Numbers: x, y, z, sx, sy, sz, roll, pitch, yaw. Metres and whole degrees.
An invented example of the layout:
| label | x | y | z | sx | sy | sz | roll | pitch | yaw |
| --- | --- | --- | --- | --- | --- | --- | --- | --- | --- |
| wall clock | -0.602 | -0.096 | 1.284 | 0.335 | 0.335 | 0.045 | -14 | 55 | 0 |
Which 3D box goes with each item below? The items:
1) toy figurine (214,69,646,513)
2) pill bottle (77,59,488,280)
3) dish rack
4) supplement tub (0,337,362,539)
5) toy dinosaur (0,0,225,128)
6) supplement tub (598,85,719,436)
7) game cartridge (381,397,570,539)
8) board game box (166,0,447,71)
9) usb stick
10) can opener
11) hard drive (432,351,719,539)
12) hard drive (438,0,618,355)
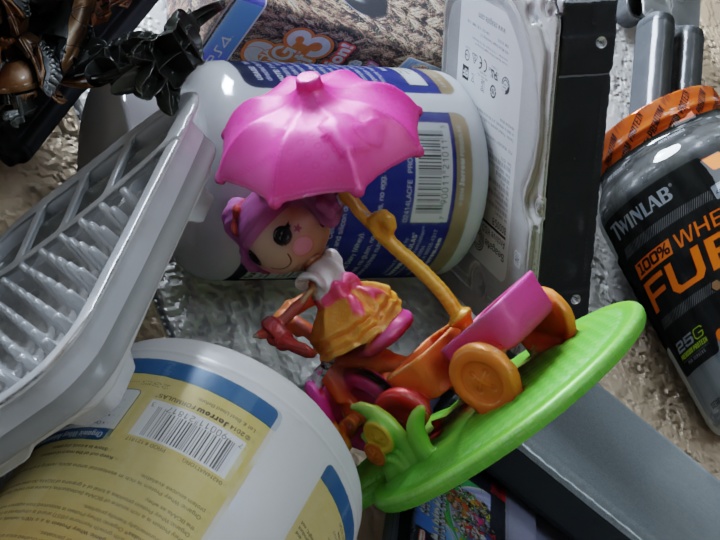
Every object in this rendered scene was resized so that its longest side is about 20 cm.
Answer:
| label | x | y | z | sx | sy | sz | roll | pitch | yaw |
| --- | --- | --- | --- | --- | --- | --- | --- | --- | --- |
| toy figurine | 0.000 | 0.000 | 0.717 | 0.185 | 0.200 | 0.150 | 53 | 45 | -3 |
| pill bottle | -0.042 | -0.053 | 0.829 | 0.199 | 0.116 | 0.116 | 0 | 60 | -26 |
| dish rack | -0.135 | 0.022 | 0.676 | 0.044 | 0.171 | 0.201 | 45 | 33 | -21 |
| supplement tub | -0.098 | 0.141 | 0.644 | 0.144 | 0.145 | 0.200 | 39 | 46 | -6 |
| toy dinosaur | -0.143 | -0.123 | 0.718 | 0.102 | 0.135 | 0.201 | 52 | 46 | -32 |
| supplement tub | 0.230 | -0.008 | 0.985 | 0.122 | 0.123 | 0.201 | -12 | 67 | -39 |
| game cartridge | 0.070 | 0.145 | 0.782 | 0.129 | 0.038 | 0.200 | 38 | 22 | -12 |
| board game box | -0.011 | -0.170 | 0.947 | 0.199 | 0.097 | 0.160 | 13 | 54 | -28 |
| usb stick | -0.129 | -0.137 | 0.820 | 0.033 | 0.055 | 0.200 | 38 | 75 | -7 |
| can opener | 0.214 | -0.156 | 1.131 | 0.053 | 0.067 | 0.201 | 20 | 64 | -22 |
| hard drive | 0.133 | 0.111 | 0.859 | 0.200 | 0.033 | 0.140 | 38 | 23 | -1 |
| hard drive | 0.083 | -0.066 | 0.845 | 0.038 | 0.201 | 0.140 | -7 | 26 | -19 |
